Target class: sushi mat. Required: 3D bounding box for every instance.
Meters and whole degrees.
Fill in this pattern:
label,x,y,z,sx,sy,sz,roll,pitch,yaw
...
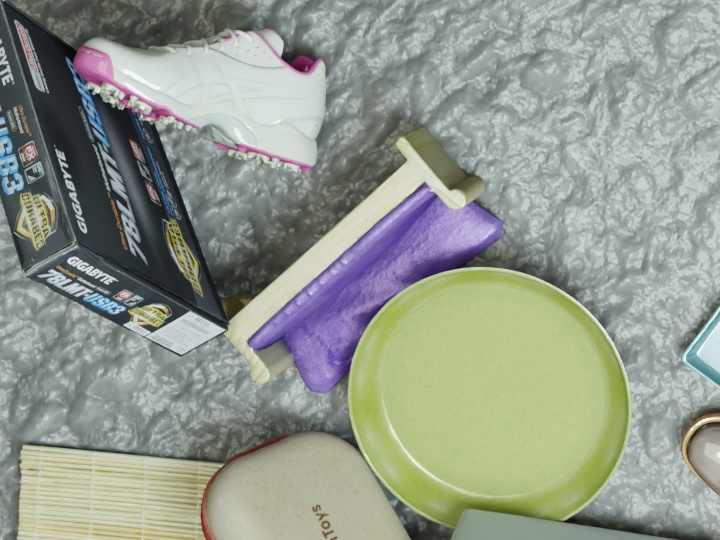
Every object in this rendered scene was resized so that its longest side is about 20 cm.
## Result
label,x,y,z,sx,sy,sz,roll,pitch,yaw
sushi mat,-0.159,0.183,1.697,0.199,0.012,0.096,4,98,12

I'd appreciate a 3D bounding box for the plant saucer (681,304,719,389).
label,x,y,z,sx,sy,sz,roll,pitch,yaw
plant saucer,0.304,0.001,1.565,0.070,0.019,0.200,36,105,5

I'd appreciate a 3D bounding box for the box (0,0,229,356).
label,x,y,z,sx,sy,sz,roll,pitch,yaw
box,-0.180,-0.059,1.537,0.050,0.198,0.201,-29,62,14

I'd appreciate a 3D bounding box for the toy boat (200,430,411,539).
label,x,y,z,sx,sy,sz,roll,pitch,yaw
toy boat,-0.035,0.223,1.626,0.130,0.131,0.201,-20,69,-28

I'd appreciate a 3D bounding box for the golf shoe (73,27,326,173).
label,x,y,z,sx,sy,sz,roll,pitch,yaw
golf shoe,-0.106,-0.134,1.573,0.075,0.199,0.092,18,89,51

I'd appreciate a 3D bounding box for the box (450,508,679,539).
label,x,y,z,sx,sy,sz,roll,pitch,yaw
box,0.152,0.265,1.577,0.199,0.106,0.153,8,112,11

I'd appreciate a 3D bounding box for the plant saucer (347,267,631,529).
label,x,y,z,sx,sy,sz,roll,pitch,yaw
plant saucer,0.091,0.088,1.604,0.199,0.031,0.201,4,109,10

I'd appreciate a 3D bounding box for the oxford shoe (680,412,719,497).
label,x,y,z,sx,sy,sz,roll,pitch,yaw
oxford shoe,0.308,0.161,1.557,0.199,0.073,0.072,29,103,8

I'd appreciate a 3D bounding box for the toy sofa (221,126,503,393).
label,x,y,z,sx,sy,sz,roll,pitch,yaw
toy sofa,0.000,0.000,1.599,0.200,0.083,0.098,-41,87,15
